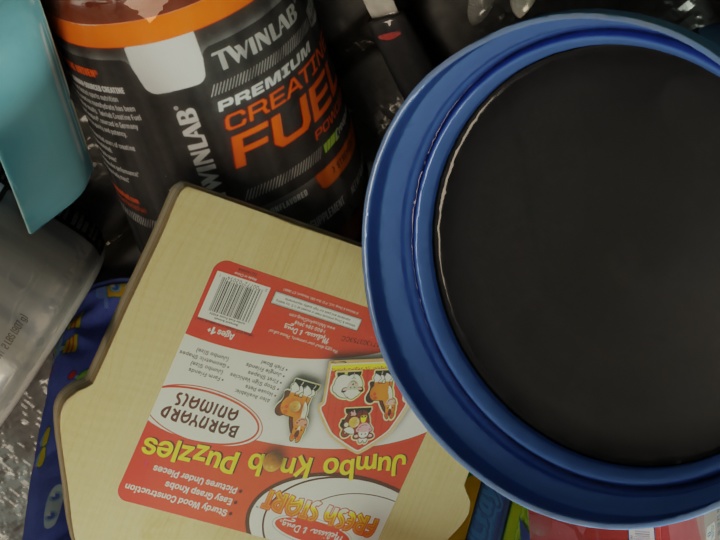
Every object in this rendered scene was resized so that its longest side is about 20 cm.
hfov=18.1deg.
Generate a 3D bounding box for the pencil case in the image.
[{"bbox_3d":[-0.108,0.094,1.030,0.087,0.200,0.078,-11,133,12],"label":"pencil case"}]

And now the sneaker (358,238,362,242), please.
[{"bbox_3d":[0.000,0.000,1.010,0.200,0.099,0.071,-30,121,-1],"label":"sneaker"}]

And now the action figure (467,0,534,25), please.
[{"bbox_3d":[-0.020,-0.159,0.838,0.200,0.055,0.118,30,170,-18],"label":"action figure"}]

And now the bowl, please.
[{"bbox_3d":[0.095,-0.002,0.869,0.200,0.039,0.201,8,106,28],"label":"bowl"}]

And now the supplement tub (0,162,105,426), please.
[{"bbox_3d":[-0.227,-0.018,1.024,0.200,0.123,0.123,33,129,-10],"label":"supplement tub"}]

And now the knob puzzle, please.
[{"bbox_3d":[-0.041,0.077,0.947,0.219,0.030,0.220,-9,113,-22],"label":"knob puzzle"}]

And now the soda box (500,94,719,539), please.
[{"bbox_3d":[0.106,0.023,0.933,0.063,0.070,0.201,3,104,32],"label":"soda box"}]

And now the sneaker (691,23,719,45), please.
[{"bbox_3d":[0.220,-0.050,0.907,0.200,0.066,0.078,35,120,-13],"label":"sneaker"}]

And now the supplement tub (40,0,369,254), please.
[{"bbox_3d":[-0.068,-0.091,0.928,0.107,0.107,0.200,-5,126,20],"label":"supplement tub"}]

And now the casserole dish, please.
[{"bbox_3d":[-0.149,-0.100,0.927,0.039,0.121,0.200,-21,151,-6],"label":"casserole dish"}]

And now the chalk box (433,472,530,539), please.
[{"bbox_3d":[0.041,0.181,1.049,0.124,0.200,0.125,41,128,-16],"label":"chalk box"}]

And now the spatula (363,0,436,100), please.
[{"bbox_3d":[0.005,-0.122,0.937,0.056,0.021,0.200,-10,125,24],"label":"spatula"}]
